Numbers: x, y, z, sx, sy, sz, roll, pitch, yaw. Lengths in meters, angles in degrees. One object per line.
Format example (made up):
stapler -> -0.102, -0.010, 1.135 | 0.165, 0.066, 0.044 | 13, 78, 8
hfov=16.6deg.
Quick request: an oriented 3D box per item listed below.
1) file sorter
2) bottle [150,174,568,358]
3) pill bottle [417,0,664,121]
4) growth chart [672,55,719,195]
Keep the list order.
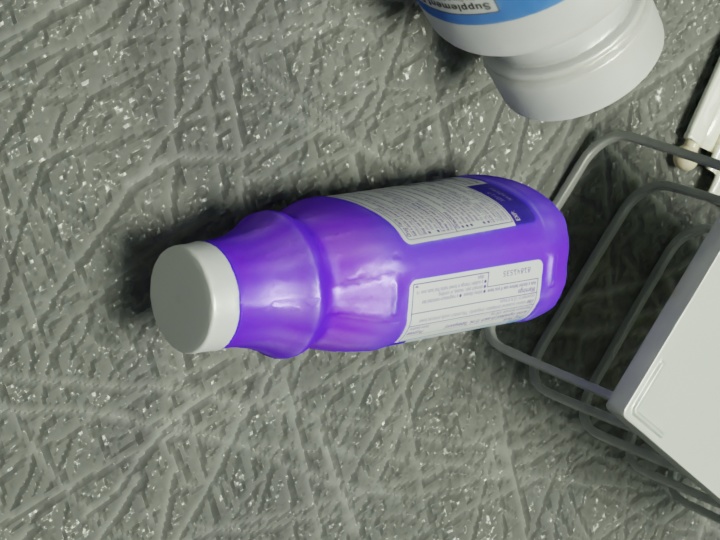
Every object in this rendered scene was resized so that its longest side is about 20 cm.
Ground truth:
file sorter -> 0.177, 0.039, 1.245 | 0.200, 0.124, 0.139 | 39, 79, -41
bottle -> 0.000, 0.000, 1.105 | 0.199, 0.083, 0.066 | -10, 111, -40
pill bottle -> 0.063, -0.166, 1.084 | 0.112, 0.112, 0.200 | -47, 130, -19
growth chart -> 0.244, -0.073, 1.338 | 0.200, 0.018, 0.145 | 39, 78, -42
